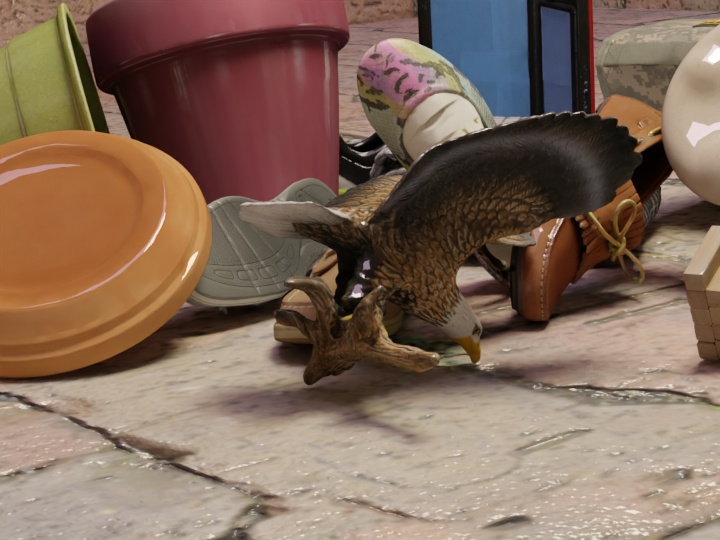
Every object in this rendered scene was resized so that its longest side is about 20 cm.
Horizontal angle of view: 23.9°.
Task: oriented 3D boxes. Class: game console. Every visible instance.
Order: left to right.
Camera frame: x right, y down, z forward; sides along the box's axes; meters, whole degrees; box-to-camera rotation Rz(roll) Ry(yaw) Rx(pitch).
[{"bbox_3d":[0.127,-0.172,1.491,0.118,0.202,0.172,-6,13,-9],"label":"game console"}]

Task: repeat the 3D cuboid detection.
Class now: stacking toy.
[{"bbox_3d":[0.299,-0.073,1.135,0.145,0.147,0.200,6,-20,36],"label":"stacking toy"}]

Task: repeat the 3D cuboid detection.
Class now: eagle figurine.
[{"bbox_3d":[0.041,-0.018,0.942,0.151,0.151,0.200,26,59,26],"label":"eagle figurine"}]

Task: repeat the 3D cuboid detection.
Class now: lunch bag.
[{"bbox_3d":[0.298,-0.133,1.309,0.163,0.118,0.199,10,-15,46],"label":"lunch bag"}]

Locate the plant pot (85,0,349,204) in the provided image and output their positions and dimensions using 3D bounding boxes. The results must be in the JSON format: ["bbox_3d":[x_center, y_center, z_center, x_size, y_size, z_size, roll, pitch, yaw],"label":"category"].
[{"bbox_3d":[-0.095,-0.119,1.288,0.198,0.181,0.200,-12,-2,0],"label":"plant pot"}]

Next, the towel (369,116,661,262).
[{"bbox_3d":[0.120,-0.059,1.267,0.198,0.086,0.166,3,15,17],"label":"towel"}]

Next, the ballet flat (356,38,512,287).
[{"bbox_3d":[0.068,-0.063,1.089,0.069,0.200,0.071,-33,33,4],"label":"ballet flat"}]

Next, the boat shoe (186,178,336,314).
[{"bbox_3d":[-0.074,-0.011,1.141,0.065,0.075,0.202,-38,-3,29],"label":"boat shoe"}]

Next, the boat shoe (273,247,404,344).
[{"bbox_3d":[0.000,0.000,1.061,0.071,0.065,0.200,2,13,21],"label":"boat shoe"}]

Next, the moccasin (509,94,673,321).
[{"bbox_3d":[0.155,-0.037,1.091,0.077,0.074,0.201,19,40,23],"label":"moccasin"}]

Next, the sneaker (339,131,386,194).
[{"bbox_3d":[0.052,-0.092,1.422,0.198,0.084,0.072,-6,13,-13],"label":"sneaker"}]

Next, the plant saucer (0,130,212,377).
[{"bbox_3d":[-0.191,-0.021,1.036,0.198,0.038,0.201,-5,44,5],"label":"plant saucer"}]

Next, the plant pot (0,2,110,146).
[{"bbox_3d":[-0.271,-0.067,1.210,0.188,0.202,0.200,-16,14,-3],"label":"plant pot"}]

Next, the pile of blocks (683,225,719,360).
[{"bbox_3d":[0.255,-0.004,0.984,0.062,0.083,0.199,5,14,33],"label":"pile of blocks"}]
